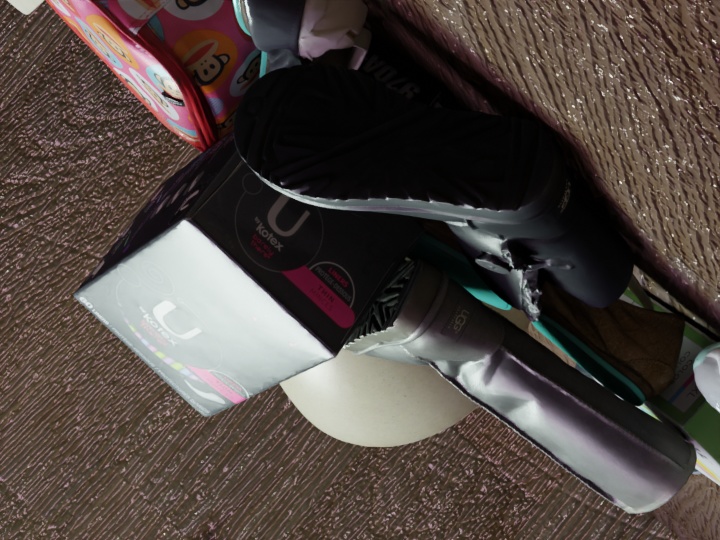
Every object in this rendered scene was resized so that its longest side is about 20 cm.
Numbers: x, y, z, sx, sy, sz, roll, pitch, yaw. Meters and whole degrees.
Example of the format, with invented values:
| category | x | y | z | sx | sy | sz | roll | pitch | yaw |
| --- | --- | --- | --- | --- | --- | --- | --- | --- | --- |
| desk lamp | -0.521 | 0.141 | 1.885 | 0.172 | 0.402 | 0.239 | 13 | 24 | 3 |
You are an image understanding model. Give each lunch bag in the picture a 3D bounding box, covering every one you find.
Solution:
| category | x | y | z | sx | sy | sz | roll | pitch | yaw |
| --- | --- | --- | --- | --- | --- | --- | --- | --- | --- |
| lunch bag | -0.139 | -0.170 | 1.577 | 0.200 | 0.082 | 0.176 | 46 | 173 | 14 |

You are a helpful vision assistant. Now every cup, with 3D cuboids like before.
| category | x | y | z | sx | sy | sz | roll | pitch | yaw |
| --- | --- | --- | --- | --- | --- | --- | --- | --- | --- |
| cup | 0.000 | 0.000 | 1.730 | 0.200 | 0.201 | 0.143 | 39 | 177 | 37 |

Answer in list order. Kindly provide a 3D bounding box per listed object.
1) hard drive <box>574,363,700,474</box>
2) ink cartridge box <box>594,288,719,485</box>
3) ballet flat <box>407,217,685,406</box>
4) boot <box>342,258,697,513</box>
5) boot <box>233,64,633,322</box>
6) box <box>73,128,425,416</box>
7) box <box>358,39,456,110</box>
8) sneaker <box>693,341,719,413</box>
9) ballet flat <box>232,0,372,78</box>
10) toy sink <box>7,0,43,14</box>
| category | x | y | z | sx | sy | sz | roll | pitch | yaw |
| --- | --- | --- | --- | --- | --- | --- | --- | --- | --- |
| hard drive | 0.218 | 0.097 | 1.903 | 0.135 | 0.042 | 0.200 | 41 | 177 | 0 |
| ink cartridge box | 0.217 | 0.087 | 1.558 | 0.104 | 0.059 | 0.200 | 44 | 176 | -32 |
| ballet flat | 0.109 | 0.000 | 1.526 | 0.199 | 0.073 | 0.068 | 33 | 166 | 11 |
| boot | 0.092 | 0.067 | 1.527 | 0.199 | 0.073 | 0.182 | 28 | 178 | -13 |
| boot | 0.043 | -0.038 | 1.424 | 0.199 | 0.077 | 0.168 | 12 | 163 | 24 |
| box | -0.070 | -0.003 | 1.541 | 0.122 | 0.106 | 0.200 | 42 | 153 | -10 |
| box | 0.007 | -0.105 | 1.605 | 0.200 | 0.046 | 0.159 | 40 | 177 | 37 |
| sneaker | 0.220 | 0.133 | 1.376 | 0.200 | 0.140 | 0.078 | 38 | 177 | 43 |
| ballet flat | -0.027 | -0.142 | 1.416 | 0.073 | 0.073 | 0.200 | 40 | 171 | 12 |
| toy sink | -0.238 | -0.269 | 1.793 | 0.130 | 0.112 | 0.200 | 42 | 172 | -9 |
